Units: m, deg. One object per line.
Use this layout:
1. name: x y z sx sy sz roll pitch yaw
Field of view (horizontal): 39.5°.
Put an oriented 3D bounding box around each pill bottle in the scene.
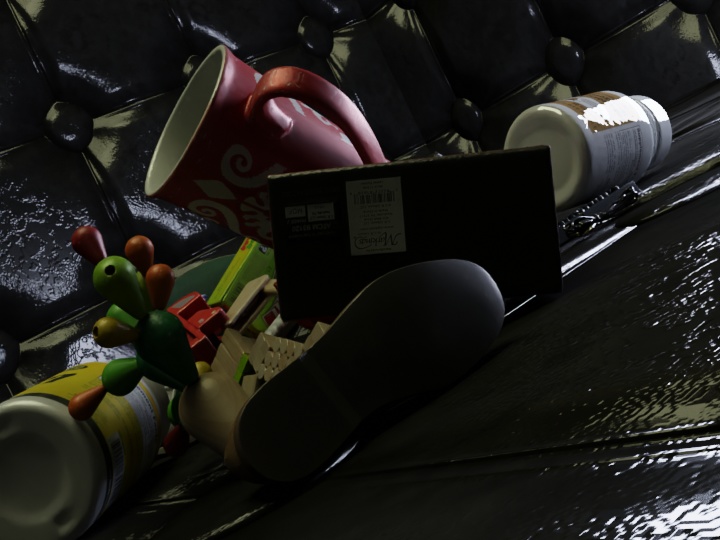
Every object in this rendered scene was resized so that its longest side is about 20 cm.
1. pill bottle: 0.261 -0.139 1.120 0.198 0.116 0.114 -18 -4 -42
2. pill bottle: -0.227 0.138 0.811 0.113 0.116 0.200 -27 2 8

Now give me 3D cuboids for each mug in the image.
1. mug: -0.054 -0.074 0.816 0.135 0.198 0.177 -63 24 -4

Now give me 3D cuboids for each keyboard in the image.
1. keyboard: 0.208 -0.046 0.978 0.199 0.021 0.127 -31 3 -36
2. keyboard: -0.089 0.066 0.986 0.201 0.011 0.057 -50 18 19

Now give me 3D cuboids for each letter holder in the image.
1. letter holder: 0.038 -0.026 0.752 0.196 0.103 0.142 -6 1 1

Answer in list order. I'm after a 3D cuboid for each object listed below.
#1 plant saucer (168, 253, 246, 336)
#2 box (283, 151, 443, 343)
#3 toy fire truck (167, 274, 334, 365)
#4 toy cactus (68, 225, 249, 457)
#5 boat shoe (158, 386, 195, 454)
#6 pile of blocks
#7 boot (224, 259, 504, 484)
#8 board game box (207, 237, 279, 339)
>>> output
1. plant saucer: -0.138 0.067 1.127 0.197 0.036 0.202 -13 -44 -13
2. box: 0.000 0.000 0.962 0.192 0.047 0.202 -19 39 59
3. toy fire truck: -0.116 0.044 0.930 0.141 0.049 0.199 -39 21 -14
4. toy cactus: -0.128 0.073 0.667 0.102 0.164 0.202 -35 -35 -30
5. boat shoe: -0.184 0.136 0.963 0.198 0.063 0.072 -26 3 35
6. pile of blocks: -0.045 0.086 0.710 0.061 0.084 0.199 19 -15 -29
7. boot: 0.001 0.057 0.592 0.199 0.074 0.075 -31 -6 -28
8. board game box: -0.069 -0.020 1.070 0.047 0.101 0.202 -12 45 61
